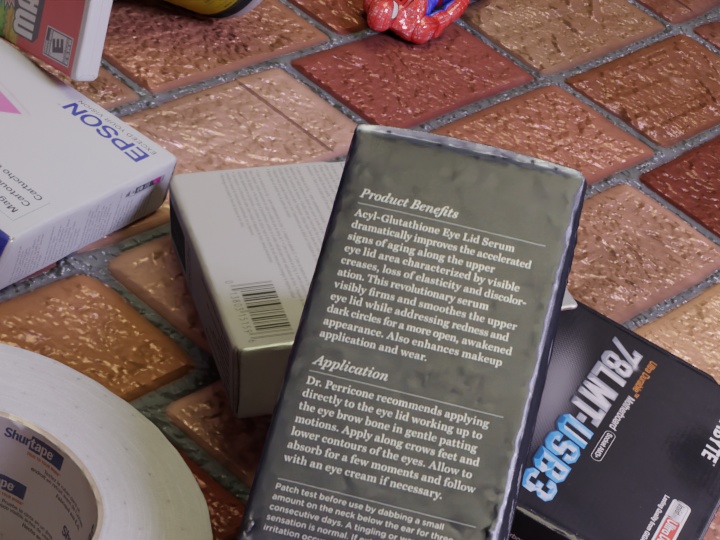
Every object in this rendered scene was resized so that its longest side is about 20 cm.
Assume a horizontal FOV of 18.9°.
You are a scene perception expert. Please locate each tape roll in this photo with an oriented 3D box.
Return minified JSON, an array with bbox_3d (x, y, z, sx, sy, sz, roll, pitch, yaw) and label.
[{"bbox_3d":[-0.162,0.112,0.875,0.198,0.067,0.201,16,31,-10],"label":"tape roll"}]

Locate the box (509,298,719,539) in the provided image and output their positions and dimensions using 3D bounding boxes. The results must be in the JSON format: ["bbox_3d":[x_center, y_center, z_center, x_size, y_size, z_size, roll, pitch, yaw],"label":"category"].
[{"bbox_3d":[0.096,0.084,1.131,0.197,0.050,0.200,28,33,12],"label":"box"}]

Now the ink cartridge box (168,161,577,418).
[{"bbox_3d":[0.000,0.000,1.129,0.172,0.044,0.200,-5,28,-13],"label":"ink cartridge box"}]

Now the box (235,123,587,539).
[{"bbox_3d":[0.023,0.064,0.934,0.103,0.148,0.202,12,64,6],"label":"box"}]

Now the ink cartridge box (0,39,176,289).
[{"bbox_3d":[-0.232,-0.069,1.166,0.196,0.044,0.200,34,33,18],"label":"ink cartridge box"}]

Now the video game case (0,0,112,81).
[{"bbox_3d":[-0.201,-0.209,1.251,0.017,0.144,0.199,-4,25,-44],"label":"video game case"}]

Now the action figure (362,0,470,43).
[{"bbox_3d":[0.054,-0.205,1.532,0.065,0.052,0.200,33,36,11],"label":"action figure"}]

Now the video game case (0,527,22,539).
[{"bbox_3d":[-0.167,0.156,0.888,0.181,0.023,0.199,39,36,25],"label":"video game case"}]

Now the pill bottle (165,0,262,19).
[{"bbox_3d":[-0.144,-0.237,1.356,0.199,0.112,0.112,17,28,-39],"label":"pill bottle"}]
